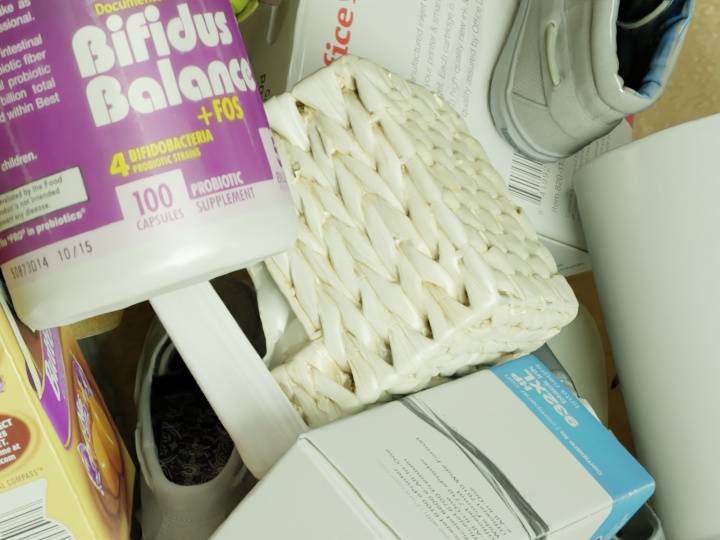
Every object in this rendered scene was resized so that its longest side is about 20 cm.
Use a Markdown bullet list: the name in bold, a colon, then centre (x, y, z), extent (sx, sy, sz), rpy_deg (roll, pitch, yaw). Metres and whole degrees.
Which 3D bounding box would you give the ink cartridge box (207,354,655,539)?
- **ink cartridge box**: centre (0.010, 0.123, 1.151), extent (0.084, 0.145, 0.200), rpy_deg (48, 26, 15)

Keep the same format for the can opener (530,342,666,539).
- **can opener**: centre (0.078, 0.071, 1.332), extent (0.053, 0.200, 0.067), rpy_deg (-26, 129, -5)

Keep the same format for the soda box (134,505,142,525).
- **soda box**: centre (-0.015, 0.172, 1.304), extent (0.064, 0.068, 0.200), rpy_deg (-38, 101, -33)

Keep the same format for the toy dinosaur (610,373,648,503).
- **toy dinosaur**: centre (0.168, 0.071, 1.451), extent (0.101, 0.058, 0.200), rpy_deg (55, 50, -59)

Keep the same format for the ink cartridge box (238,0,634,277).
- **ink cartridge box**: centre (0.033, -0.093, 1.385), extent (0.200, 0.083, 0.147), rpy_deg (20, 70, -30)

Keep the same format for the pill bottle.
- **pill bottle**: centre (-0.102, -0.088, 1.064), extent (0.112, 0.112, 0.201), rpy_deg (-18, 89, -35)

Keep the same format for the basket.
- **basket**: centre (0.000, 0.000, 1.202), extent (0.136, 0.123, 0.200), rpy_deg (58, 12, 10)

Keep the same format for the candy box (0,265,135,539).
- **candy box**: centre (-0.149, 0.027, 1.103), extent (0.056, 0.117, 0.200), rpy_deg (-22, 111, 5)

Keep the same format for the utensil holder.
- **utensil holder**: centre (0.197, 0.031, 1.318), extent (0.170, 0.170, 0.201), rpy_deg (-9, 83, -35)

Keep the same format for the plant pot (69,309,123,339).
- **plant pot**: centre (-0.161, -0.069, 1.207), extent (0.186, 0.186, 0.201), rpy_deg (-10, 97, -35)

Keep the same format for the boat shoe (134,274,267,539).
- **boat shoe**: centre (-0.069, 0.053, 1.242), extent (0.200, 0.072, 0.069), rpy_deg (-80, 170, -53)

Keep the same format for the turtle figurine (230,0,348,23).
- **turtle figurine**: centre (-0.079, -0.133, 1.304), extent (0.162, 0.200, 0.064), rpy_deg (-66, 155, -3)

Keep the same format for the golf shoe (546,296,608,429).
- **golf shoe**: centre (0.101, 0.100, 1.382), extent (0.078, 0.097, 0.201), rpy_deg (18, 69, -28)

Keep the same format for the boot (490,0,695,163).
- **boot**: centre (0.125, -0.148, 1.352), extent (0.073, 0.095, 0.201), rpy_deg (26, 63, -28)
